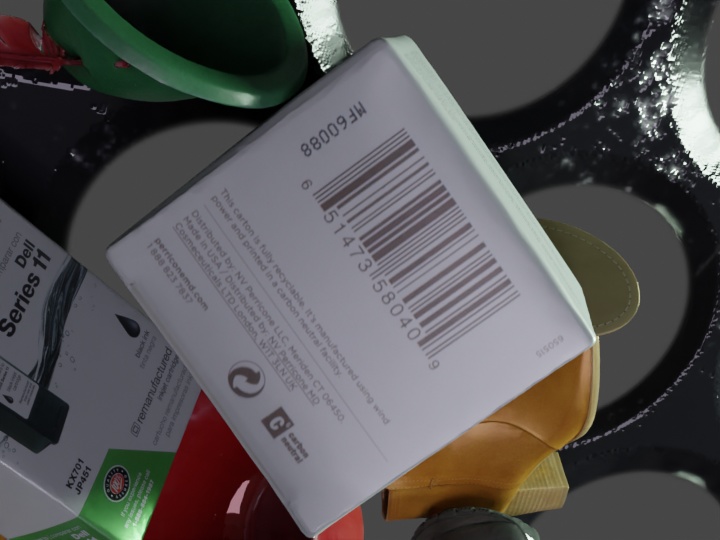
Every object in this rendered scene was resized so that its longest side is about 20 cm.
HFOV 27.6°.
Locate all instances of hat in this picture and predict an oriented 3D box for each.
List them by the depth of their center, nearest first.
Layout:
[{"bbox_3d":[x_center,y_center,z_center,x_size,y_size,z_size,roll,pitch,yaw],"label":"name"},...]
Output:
[{"bbox_3d":[-0.151,-0.109,0.827,0.165,0.201,0.176,-8,148,-50],"label":"hat"}]

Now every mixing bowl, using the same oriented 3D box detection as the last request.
[{"bbox_3d":[-0.072,0.177,0.980,0.108,0.200,0.201,12,121,-50],"label":"mixing bowl"}]

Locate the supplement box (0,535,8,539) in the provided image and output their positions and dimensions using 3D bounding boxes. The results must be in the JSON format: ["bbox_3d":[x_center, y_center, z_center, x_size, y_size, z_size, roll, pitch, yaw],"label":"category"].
[{"bbox_3d":[-0.220,0.205,1.020,0.069,0.067,0.200,-43,117,15],"label":"supplement box"}]

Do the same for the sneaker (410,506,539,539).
[{"bbox_3d":[0.046,0.236,1.047,0.199,0.091,0.076,-32,132,30],"label":"sneaker"}]

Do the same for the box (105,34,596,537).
[{"bbox_3d":[0.000,0.000,0.847,0.199,0.171,0.200,-35,95,11],"label":"box"}]

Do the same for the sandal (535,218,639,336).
[{"bbox_3d":[0.075,0.008,0.971,0.210,0.070,0.078,3,81,5],"label":"sandal"}]

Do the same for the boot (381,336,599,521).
[{"bbox_3d":[0.081,0.098,1.012,0.143,0.071,0.203,-1,124,-11],"label":"boot"}]

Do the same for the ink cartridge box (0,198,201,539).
[{"bbox_3d":[-0.206,0.067,0.888,0.083,0.147,0.200,-21,128,41],"label":"ink cartridge box"}]
